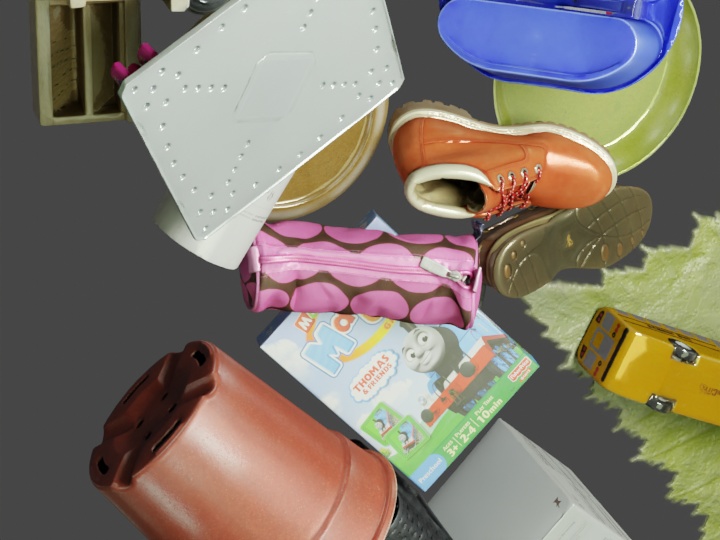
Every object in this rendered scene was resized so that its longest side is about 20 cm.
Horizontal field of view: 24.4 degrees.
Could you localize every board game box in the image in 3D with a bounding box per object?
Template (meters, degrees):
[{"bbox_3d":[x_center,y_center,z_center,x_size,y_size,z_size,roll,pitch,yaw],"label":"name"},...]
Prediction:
[{"bbox_3d":[0.033,0.070,1.438,0.200,0.037,0.151,41,94,-14],"label":"board game box"},{"bbox_3d":[-0.066,-0.134,1.159,0.199,0.026,0.201,-38,152,-10],"label":"board game box"}]

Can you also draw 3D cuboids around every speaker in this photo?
[{"bbox_3d":[-0.079,-0.103,1.283,0.081,0.081,0.201,25,102,-30],"label":"speaker"}]

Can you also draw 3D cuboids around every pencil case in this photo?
[{"bbox_3d":[0.000,0.000,1.350,0.197,0.094,0.092,3,96,-3],"label":"pencil case"}]

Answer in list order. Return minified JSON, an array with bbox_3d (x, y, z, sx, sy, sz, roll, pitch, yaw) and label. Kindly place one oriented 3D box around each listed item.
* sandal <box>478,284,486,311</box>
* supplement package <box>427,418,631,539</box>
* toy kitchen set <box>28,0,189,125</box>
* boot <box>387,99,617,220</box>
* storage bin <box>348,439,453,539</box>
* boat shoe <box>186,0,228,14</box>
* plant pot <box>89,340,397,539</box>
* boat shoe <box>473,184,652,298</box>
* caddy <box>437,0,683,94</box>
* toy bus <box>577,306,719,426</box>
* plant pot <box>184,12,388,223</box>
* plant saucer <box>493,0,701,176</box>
[{"bbox_3d":[0.072,0.086,1.486,0.074,0.045,0.202,1,113,-23],"label":"sandal"},{"bbox_3d":[0.129,0.271,1.532,0.111,0.156,0.200,37,97,-32],"label":"supplement package"},{"bbox_3d":[-0.141,-0.173,1.181,0.161,0.200,0.183,-6,116,-18],"label":"toy kitchen set"},{"bbox_3d":[0.121,-0.073,1.369,0.197,0.108,0.076,8,124,-10],"label":"boot"},{"bbox_3d":[-0.026,0.268,1.477,0.200,0.135,0.094,-46,122,3],"label":"storage bin"},{"bbox_3d":[-0.081,-0.279,1.235,0.070,0.072,0.202,22,104,-29],"label":"boat shoe"},{"bbox_3d":[-0.106,0.174,1.379,0.201,0.201,0.195,-45,114,3],"label":"plant pot"},{"bbox_3d":[0.173,-0.036,1.461,0.198,0.067,0.073,-20,119,-33],"label":"boat shoe"},{"bbox_3d":[0.152,-0.215,1.307,0.198,0.105,0.143,11,96,17],"label":"caddy"},{"bbox_3d":[0.307,0.097,1.570,0.198,0.078,0.066,17,106,-28],"label":"toy bus"},{"bbox_3d":[-0.065,-0.127,1.341,0.198,0.028,0.202,-10,118,-19],"label":"plant pot"},{"bbox_3d":[0.198,-0.174,1.426,0.198,0.031,0.202,-9,116,-18],"label":"plant saucer"}]
